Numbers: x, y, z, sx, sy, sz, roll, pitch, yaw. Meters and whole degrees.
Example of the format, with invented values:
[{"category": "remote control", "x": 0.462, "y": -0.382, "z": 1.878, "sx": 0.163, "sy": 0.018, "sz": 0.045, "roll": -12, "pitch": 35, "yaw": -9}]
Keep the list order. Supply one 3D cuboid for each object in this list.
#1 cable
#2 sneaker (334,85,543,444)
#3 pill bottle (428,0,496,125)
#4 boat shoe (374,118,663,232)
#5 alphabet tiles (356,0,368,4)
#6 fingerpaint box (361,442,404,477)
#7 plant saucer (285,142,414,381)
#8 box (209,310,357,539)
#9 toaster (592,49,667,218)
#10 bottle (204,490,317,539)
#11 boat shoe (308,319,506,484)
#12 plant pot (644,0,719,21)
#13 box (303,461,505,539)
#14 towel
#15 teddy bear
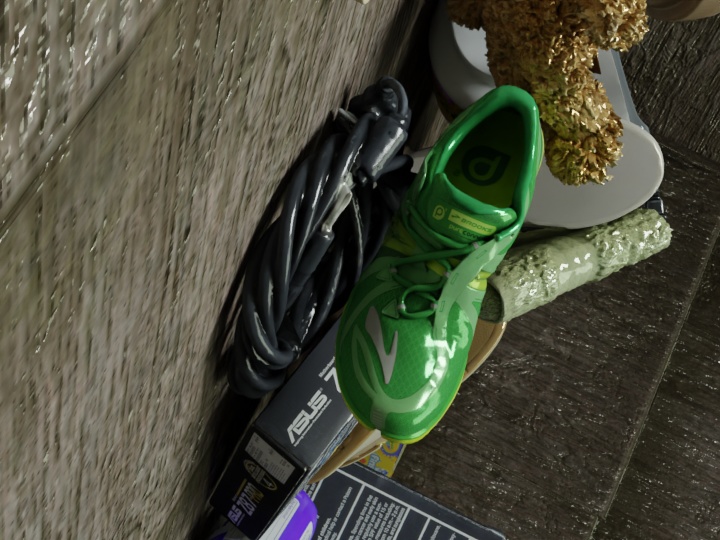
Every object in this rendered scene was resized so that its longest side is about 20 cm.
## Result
[{"category": "cable", "x": -0.019, "y": -0.002, "z": 0.840, "sx": 0.164, "sy": 0.050, "sz": 0.200, "roll": -62, "pitch": 175, "yaw": -26}, {"category": "sneaker", "x": 0.040, "y": -0.010, "z": 0.811, "sx": 0.084, "sy": 0.074, "sz": 0.201, "roll": 91, "pitch": 20, "yaw": -73}, {"category": "pill bottle", "x": 0.096, "y": -0.142, "z": 1.029, "sx": 0.105, "sy": 0.104, "sz": 0.200, "roll": -64, "pitch": 174, "yaw": -2}, {"category": "boat shoe", "x": 0.095, "y": -0.062, "z": 1.009, "sx": 0.093, "sy": 0.198, "sz": 0.075, "roll": -41, "pitch": 124, "yaw": -74}, {"category": "alphabet tiles", "x": 0.043, "y": -0.212, "z": 0.655, "sx": 0.200, "sy": 0.015, "sz": 0.196, "roll": 107, "pitch": 10, "yaw": -59}, {"category": "fingerpaint box", "x": 0.051, "y": 0.284, "z": 2.770, "sx": 0.167, "sy": 0.073, "sz": 0.201, "roll": -60, "pitch": 173, "yaw": -47}, {"category": "plant saucer", "x": 0.000, "y": 0.000, "z": 1.167, "sx": 0.201, "sy": 0.029, "sz": 0.200, "roll": -64, "pitch": 176, "yaw": -9}, {"category": "box", "x": -0.018, "y": 0.078, "z": 0.987, "sx": 0.161, "sy": 0.049, "sz": 0.200, "roll": -48, "pitch": 175, "yaw": -23}, {"category": "toaster", "x": 0.142, "y": -0.114, "z": 1.180, "sx": 0.114, "sy": 0.128, "sz": 0.202, "roll": 55, "pitch": 21, "yaw": -83}, {"category": "bottle", "x": -0.090, "y": 0.214, "z": 1.059, "sx": 0.084, "sy": 0.065, "sz": 0.200, "roll": -53, "pitch": 180, "yaw": 27}, {"category": "boat shoe", "x": 0.021, "y": 0.079, "z": 1.142, "sx": 0.199, "sy": 0.074, "sz": 0.069, "roll": -36, "pitch": 171, "yaw": 6}, {"category": "plant pot", "x": 0.145, "y": -0.237, "z": 0.893, "sx": 0.201, "sy": 0.092, "sz": 0.203, "roll": 168, "pitch": -90, "yaw": -78}, {"category": "box", "x": -0.021, "y": 0.253, "z": 1.221, "sx": 0.201, "sy": 0.197, "sz": 0.123, "roll": -63, "pitch": 177, "yaw": -12}, {"category": "towel", "x": 0.103, "y": -0.006, "z": 1.038, "sx": 0.147, "sy": 0.037, "sz": 0.200, "roll": -21, "pitch": -172, "yaw": -20}, {"category": "teddy bear", "x": 0.095, "y": -0.139, "z": 0.850, "sx": 0.066, "sy": 0.145, "sz": 0.201, "roll": -19, "pitch": 140, "yaw": -19}]
